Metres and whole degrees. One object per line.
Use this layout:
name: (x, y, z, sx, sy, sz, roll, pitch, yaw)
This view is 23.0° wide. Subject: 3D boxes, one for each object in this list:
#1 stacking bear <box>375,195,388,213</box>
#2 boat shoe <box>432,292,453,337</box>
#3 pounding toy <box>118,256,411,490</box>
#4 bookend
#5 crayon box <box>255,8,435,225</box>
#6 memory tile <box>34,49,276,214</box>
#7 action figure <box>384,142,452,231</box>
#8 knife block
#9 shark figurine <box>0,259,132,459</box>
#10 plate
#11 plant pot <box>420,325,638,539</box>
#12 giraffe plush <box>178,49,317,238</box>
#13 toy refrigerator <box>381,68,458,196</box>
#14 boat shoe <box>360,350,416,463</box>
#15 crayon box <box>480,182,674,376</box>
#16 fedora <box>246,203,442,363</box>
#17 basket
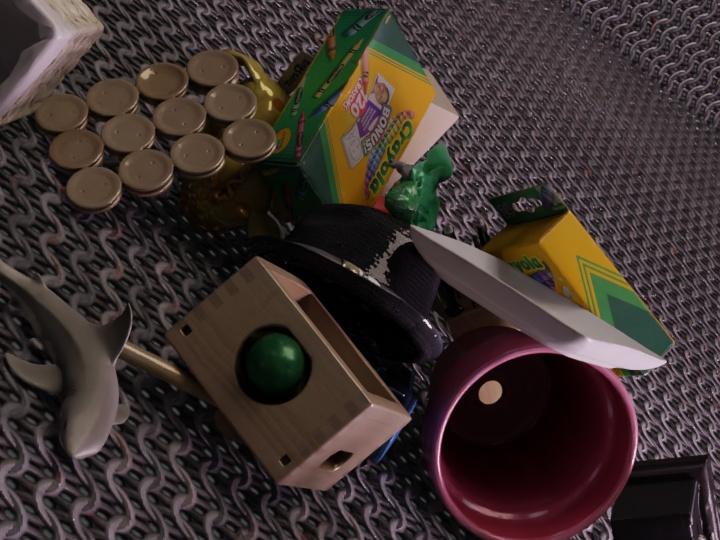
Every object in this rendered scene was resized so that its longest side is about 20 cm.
stacking bear: (0.004, 0.004, 1.760, 0.121, 0.114, 0.200, 12, 25, -4)
boat shoe: (0.117, 0.033, 1.895, 0.066, 0.072, 0.201, 34, -12, 32)
pounding toy: (-0.085, 0.088, 1.444, 0.184, 0.142, 0.200, 51, 5, 15)
bookend: (0.287, 0.301, 1.632, 0.199, 0.092, 0.200, -47, 127, -70)
crayon box: (-0.012, -0.138, 1.684, 0.200, 0.058, 0.119, -62, 139, -27)
memory tile: (-0.188, -0.129, 1.612, 0.017, 0.200, 0.153, 90, -24, -50)
action figure: (0.048, -0.067, 1.656, 0.055, 0.118, 0.200, 7, 3, 7)
knife block: (0.112, 0.049, 1.816, 0.175, 0.200, 0.064, 20, 30, -19)
shark figurine: (-0.219, 0.040, 1.334, 0.215, 0.089, 0.128, 55, 22, 19)
plate: (0.152, 0.032, 1.556, 0.199, 0.032, 0.200, 34, 8, 29)
plant pot: (0.146, 0.139, 1.697, 0.200, 0.200, 0.179, 38, 7, -18)
giraffe plush: (-0.111, -0.097, 1.704, 0.172, 0.200, 0.162, 24, 48, 4)
toy refrigerator: (0.003, -0.129, 1.886, 0.070, 0.200, 0.076, 20, 33, -48)
boat shoe: (0.004, 0.123, 1.624, 0.069, 0.084, 0.200, 35, 6, -5)
crayon box: (0.195, 0.015, 1.694, 0.200, 0.052, 0.126, 51, -21, -11)
fedora: (0.000, 0.000, 1.592, 0.200, 0.092, 0.201, 28, -19, 11)
basket: (-0.340, -0.234, 1.543, 0.200, 0.136, 0.123, 46, 19, 3)
